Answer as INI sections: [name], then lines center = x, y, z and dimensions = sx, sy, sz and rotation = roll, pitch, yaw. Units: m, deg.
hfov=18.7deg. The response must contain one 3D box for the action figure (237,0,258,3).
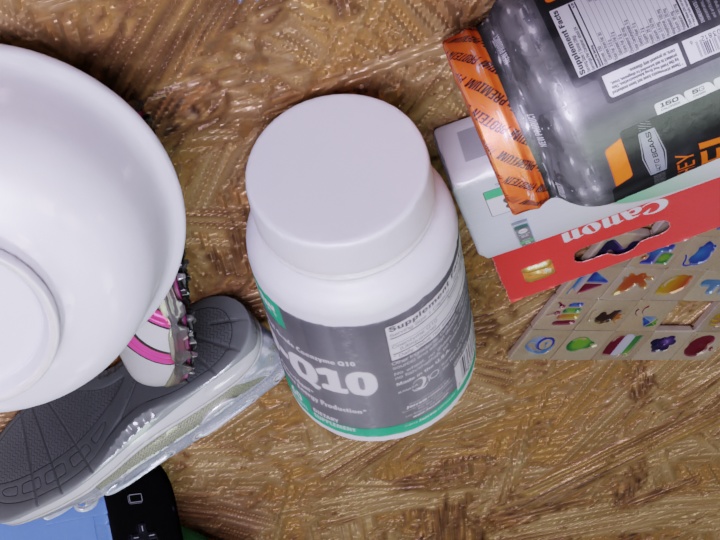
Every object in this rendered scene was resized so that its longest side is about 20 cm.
[action figure]
center = -0.031, -0.192, 0.893
dimensions = 0.118, 0.102, 0.200
rotation = -9, 149, 3

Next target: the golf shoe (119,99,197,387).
[golf shoe]
center = -0.137, -0.009, 1.140
dimensions = 0.092, 0.073, 0.200
rotation = -11, 138, 1

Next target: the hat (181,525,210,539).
[hat]
center = -0.156, 0.170, 1.441
dimensions = 0.165, 0.176, 0.200
rotation = -26, -175, 4

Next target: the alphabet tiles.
[alphabet tiles]
center = 0.207, -0.003, 1.394
dimensions = 0.167, 0.008, 0.200
rotation = 2, 141, -31

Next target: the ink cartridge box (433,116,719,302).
[ink cartridge box]
center = 0.143, -0.039, 1.256
dimensions = 0.160, 0.050, 0.200
rotation = -20, 145, 6

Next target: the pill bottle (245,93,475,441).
[pill bottle]
center = 0.000, 0.000, 1.183
dimensions = 0.113, 0.113, 0.200
rotation = -18, 147, -3

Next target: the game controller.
[game controller]
center = -0.205, 0.169, 1.330
dimensions = 0.199, 0.105, 0.042
rotation = -6, 169, -22

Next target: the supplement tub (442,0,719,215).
[supplement tub]
center = 0.150, -0.109, 1.094
dimensions = 0.199, 0.123, 0.123
rotation = -23, 148, 4

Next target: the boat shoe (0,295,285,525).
[boat shoe]
center = -0.133, 0.090, 1.283
dimensions = 0.202, 0.075, 0.065
rotation = -36, 141, 11

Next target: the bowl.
[bowl]
center = -0.185, -0.001, 1.030
dimensions = 0.200, 0.090, 0.202
rotation = 0, 126, 0
